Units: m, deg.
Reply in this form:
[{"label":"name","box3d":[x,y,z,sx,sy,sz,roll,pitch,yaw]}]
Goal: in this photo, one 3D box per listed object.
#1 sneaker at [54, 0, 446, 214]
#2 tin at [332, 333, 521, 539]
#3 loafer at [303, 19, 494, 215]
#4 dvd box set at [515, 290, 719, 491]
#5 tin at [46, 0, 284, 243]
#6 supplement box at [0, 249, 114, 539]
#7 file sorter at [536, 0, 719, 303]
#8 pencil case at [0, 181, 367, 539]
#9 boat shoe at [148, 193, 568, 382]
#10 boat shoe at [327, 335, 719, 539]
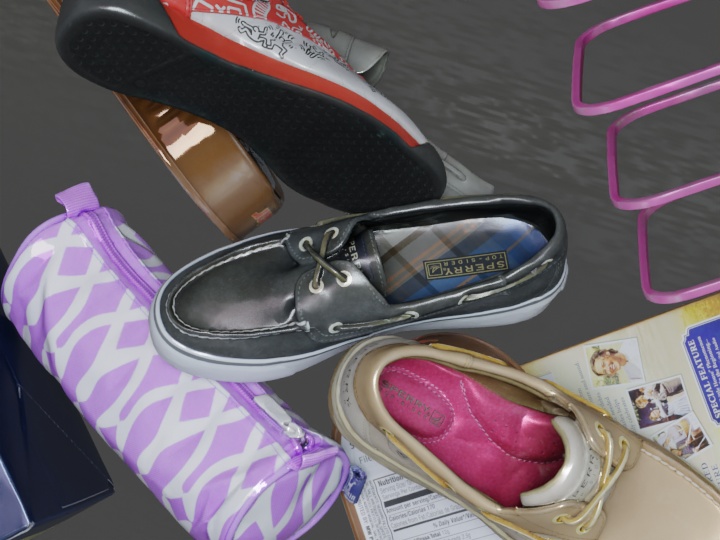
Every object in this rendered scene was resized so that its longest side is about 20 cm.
[{"label":"sneaker","box3d":[-0.041,-0.108,0.884,0.200,0.109,0.067,25,138,-24]},{"label":"tin","box3d":[0.053,0.131,0.926,0.111,0.042,0.202,-21,87,30]},{"label":"loafer","box3d":[-0.016,-0.090,0.953,0.070,0.070,0.200,-41,90,0]},{"label":"dvd box set","box3d":[0.164,0.088,0.898,0.199,0.029,0.147,-23,86,32]},{"label":"tin","box3d":[-0.106,-0.103,0.945,0.042,0.112,0.201,-36,85,-2]},{"label":"supplement box","box3d":[-0.266,0.074,0.960,0.199,0.134,0.201,-27,85,9]},{"label":"file sorter","box3d":[0.152,-0.107,0.854,0.125,0.139,0.201,-18,109,12]},{"label":"pencil case","box3d":[-0.091,0.054,0.931,0.200,0.084,0.086,42,140,23]},{"label":"boat shoe","box3d":[0.000,0.000,0.883,0.198,0.057,0.069,-10,65,-8]},{"label":"boat shoe","box3d":[0.081,0.088,0.843,0.199,0.069,0.074,23,81,-6]}]
